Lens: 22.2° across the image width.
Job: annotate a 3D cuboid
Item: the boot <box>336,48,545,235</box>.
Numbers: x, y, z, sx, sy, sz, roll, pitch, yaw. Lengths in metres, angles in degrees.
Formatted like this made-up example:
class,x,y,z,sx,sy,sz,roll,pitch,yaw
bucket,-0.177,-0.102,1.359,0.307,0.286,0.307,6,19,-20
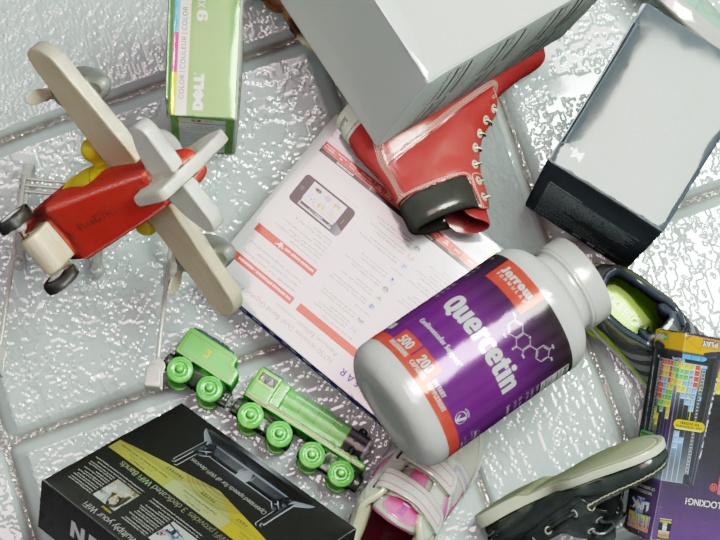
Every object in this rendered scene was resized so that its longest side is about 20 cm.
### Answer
class,x,y,z,sx,sy,sz,roll,pitch,yaw
boot,0.098,-0.109,1.532,0.199,0.073,0.145,-29,74,-22

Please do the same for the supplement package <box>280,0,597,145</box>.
class,x,y,z,sx,sy,sz,roll,pitch,yaw
supplement package,0.058,-0.243,1.452,0.199,0.147,0.192,-31,84,-22

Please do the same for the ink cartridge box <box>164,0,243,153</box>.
class,x,y,z,sx,sy,sz,roll,pitch,yaw
ink cartridge box,-0.126,-0.165,1.496,0.059,0.200,0.105,3,82,-3

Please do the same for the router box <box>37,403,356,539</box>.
class,x,y,z,sx,sy,sz,roll,pitch,yaw
router box,-0.128,0.201,1.439,0.199,0.053,0.157,32,38,29

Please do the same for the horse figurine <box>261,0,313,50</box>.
class,x,y,z,sx,sy,sz,roll,pitch,yaw
horse figurine,-0.034,-0.268,1.571,0.132,0.050,0.200,33,73,36

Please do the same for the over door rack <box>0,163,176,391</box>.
class,x,y,z,sx,sy,sz,roll,pitch,yaw
over door rack,-0.226,0.011,1.531,0.146,0.067,0.201,5,61,0

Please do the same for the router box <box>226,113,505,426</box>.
class,x,y,z,sx,sy,sz,roll,pitch,yaw
router box,0.000,0.000,1.549,0.200,0.049,0.180,39,84,5

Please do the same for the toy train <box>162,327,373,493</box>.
class,x,y,z,sx,sy,sz,roll,pitch,yaw
toy train,-0.076,0.116,1.539,0.199,0.042,0.057,32,72,5

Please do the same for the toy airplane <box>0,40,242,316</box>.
class,x,y,z,sx,sy,sz,roll,pitch,yaw
toy airplane,-0.174,-0.072,1.434,0.198,0.201,0.141,19,39,12

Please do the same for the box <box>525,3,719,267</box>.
class,x,y,z,sx,sy,sz,roll,pitch,yaw
box,0.222,-0.103,1.488,0.107,0.200,0.149,32,83,5

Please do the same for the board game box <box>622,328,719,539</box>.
class,x,y,z,sx,sy,sz,roll,pitch,yaw
board game box,0.322,0.144,1.483,0.198,0.057,0.167,9,89,-18

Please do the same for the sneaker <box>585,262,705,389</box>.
class,x,y,z,sx,sy,sz,roll,pitch,yaw
sneaker,0.255,0.067,1.522,0.200,0.081,0.074,38,84,3

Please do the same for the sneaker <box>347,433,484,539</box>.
class,x,y,z,sx,sy,sz,roll,pitch,yaw
sneaker,0.043,0.186,1.502,0.081,0.088,0.201,26,82,4

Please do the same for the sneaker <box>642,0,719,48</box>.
class,x,y,z,sx,sy,sz,roll,pitch,yaw
sneaker,0.283,-0.277,1.573,0.118,0.074,0.201,-42,81,1

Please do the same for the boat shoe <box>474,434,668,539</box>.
class,x,y,z,sx,sy,sz,roll,pitch,yaw
boat shoe,0.177,0.190,1.466,0.199,0.074,0.066,-30,87,38

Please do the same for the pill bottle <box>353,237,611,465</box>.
class,x,y,z,sx,sy,sz,roll,pitch,yaw
pill bottle,0.100,0.059,1.464,0.199,0.112,0.113,-34,83,-14
